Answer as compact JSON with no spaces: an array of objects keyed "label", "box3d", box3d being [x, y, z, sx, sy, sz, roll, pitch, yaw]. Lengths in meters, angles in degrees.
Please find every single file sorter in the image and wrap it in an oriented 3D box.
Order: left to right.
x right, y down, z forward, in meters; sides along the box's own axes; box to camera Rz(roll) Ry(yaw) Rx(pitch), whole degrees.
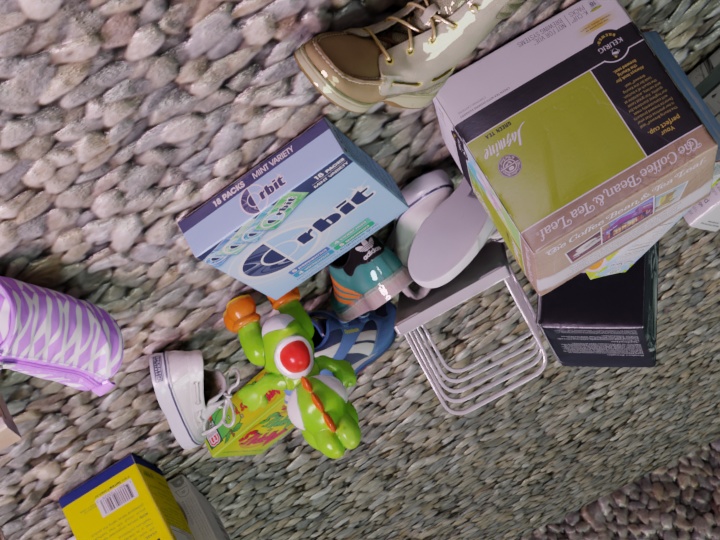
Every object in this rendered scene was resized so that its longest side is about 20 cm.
[{"label":"file sorter","box3d":[0.128,0.063,1.868,0.138,0.125,0.200,-28,-172,8]}]

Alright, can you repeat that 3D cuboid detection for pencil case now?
[{"label":"pencil case","box3d":[-0.287,0.058,1.463,0.084,0.086,0.200,-37,159,14]}]

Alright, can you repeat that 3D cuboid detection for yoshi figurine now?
[{"label":"yoshi figurine","box3d":[-0.062,0.114,1.733,0.112,0.201,0.111,-43,156,30]}]

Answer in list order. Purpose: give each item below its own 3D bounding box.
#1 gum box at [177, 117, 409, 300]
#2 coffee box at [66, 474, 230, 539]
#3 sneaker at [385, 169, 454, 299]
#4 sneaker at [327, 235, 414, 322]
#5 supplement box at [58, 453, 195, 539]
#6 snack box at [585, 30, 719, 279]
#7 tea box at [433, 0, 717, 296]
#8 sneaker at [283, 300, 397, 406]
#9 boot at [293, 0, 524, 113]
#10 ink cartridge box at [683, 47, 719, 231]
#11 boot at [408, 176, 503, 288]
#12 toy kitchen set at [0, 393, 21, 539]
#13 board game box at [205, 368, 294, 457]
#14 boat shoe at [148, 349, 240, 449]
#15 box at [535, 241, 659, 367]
[{"label":"gum box","box3d":[-0.059,-0.053,1.578,0.169,0.045,0.200,-34,158,9]},{"label":"coffee box","box3d":[-0.255,0.420,2.166,0.196,0.201,0.200,-29,160,-4]},{"label":"sneaker","box3d":[0.072,-0.036,1.759,0.072,0.071,0.201,-25,159,-15]},{"label":"sneaker","box3d":[0.000,0.000,1.762,0.071,0.080,0.200,-36,-178,-17]},{"label":"supplement box","box3d":[-0.259,0.340,1.977,0.109,0.201,0.109,-31,159,2]},{"label":"snack box","box3d":[0.271,-0.118,1.709,0.067,0.170,0.200,-10,151,-41]},{"label":"tea box","box3d":[0.202,-0.121,1.567,0.199,0.198,0.134,-29,159,-1]},{"label":"sneaker","box3d":[-0.025,0.074,1.867,0.073,0.083,0.200,-9,-158,40]},{"label":"boot","box3d":[0.046,-0.201,1.349,0.154,0.072,0.199,-42,162,28]},{"label":"ink cartridge box","box3d":[0.420,-0.163,1.845,0.200,0.147,0.084,-42,155,25]},{"label":"boot","box3d":[0.129,-0.049,1.698,0.201,0.073,0.096,-54,142,-13]},{"label":"toy kitchen set","box3d":[-0.411,0.181,1.460,0.199,0.164,0.181,-30,159,-3]},{"label":"board game box","box3d":[-0.093,0.150,1.990,0.200,0.048,0.101,-41,158,24]},{"label":"boat shoe","box3d":[-0.170,0.134,1.804,0.085,0.075,0.203,-12,152,0]},{"label":"box","box3d":[0.275,-0.008,1.886,0.122,0.203,0.197,1,165,13]}]
